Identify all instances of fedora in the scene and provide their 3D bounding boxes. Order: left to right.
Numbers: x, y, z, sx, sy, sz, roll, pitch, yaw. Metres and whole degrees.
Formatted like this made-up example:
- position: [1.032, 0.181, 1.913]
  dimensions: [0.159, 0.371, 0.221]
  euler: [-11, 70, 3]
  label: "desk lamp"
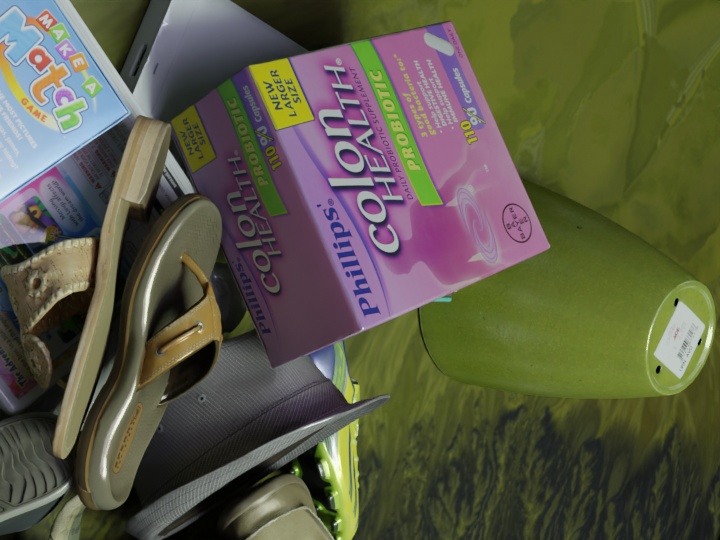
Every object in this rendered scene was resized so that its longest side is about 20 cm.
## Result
- position: [-0.088, 0.100, 0.920]
  dimensions: [0.200, 0.090, 0.177]
  euler: [-34, 171, 15]
  label: "fedora"

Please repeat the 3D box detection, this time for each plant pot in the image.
- position: [0.185, 0.030, 1.120]
  dimensions: [0.187, 0.200, 0.187]
  euler: [-14, 112, -40]
  label: "plant pot"

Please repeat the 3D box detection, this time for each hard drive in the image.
- position: [-0.082, -0.106, 0.948]
  dimensions: [0.200, 0.026, 0.132]
  euler: [26, 84, -44]
  label: "hard drive"

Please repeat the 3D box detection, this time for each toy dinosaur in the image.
- position: [-0.214, 0.206, 0.879]
  dimensions: [0.088, 0.047, 0.200]
  euler: [-10, 136, -38]
  label: "toy dinosaur"

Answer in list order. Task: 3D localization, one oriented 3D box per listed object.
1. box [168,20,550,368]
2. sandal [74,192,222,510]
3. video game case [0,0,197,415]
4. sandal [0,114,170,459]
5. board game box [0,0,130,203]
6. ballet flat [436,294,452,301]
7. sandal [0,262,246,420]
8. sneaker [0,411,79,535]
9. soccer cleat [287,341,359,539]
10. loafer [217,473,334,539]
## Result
- position: [0.004, -0.056, 0.901]
  dimensions: [0.200, 0.097, 0.176]
  euler: [-21, 87, -43]
  label: "box"
- position: [-0.116, 0.053, 0.821]
  dimensions: [0.080, 0.054, 0.200]
  euler: [52, 53, -68]
  label: "sandal"
- position: [-0.201, -0.046, 0.820]
  dimensions: [0.182, 0.024, 0.200]
  euler: [-42, 112, -26]
  label: "video game case"
- position: [-0.175, 0.001, 0.797]
  dimensions: [0.070, 0.078, 0.212]
  euler: [16, 73, -2]
  label: "sandal"
- position: [-0.250, -0.096, 0.752]
  dimensions: [0.200, 0.037, 0.151]
  euler: [-40, 107, -26]
  label: "board game box"
- position: [0.000, 0.000, 1.036]
  dimensions: [0.200, 0.067, 0.062]
  euler: [-6, 97, -48]
  label: "ballet flat"
- position: [-0.167, 0.051, 0.901]
  dimensions: [0.202, 0.050, 0.083]
  euler: [-25, 135, -28]
  label: "sandal"
- position: [-0.266, 0.148, 0.820]
  dimensions: [0.200, 0.106, 0.075]
  euler: [-13, 73, -15]
  label: "sneaker"
- position: [-0.022, 0.127, 1.050]
  dimensions: [0.084, 0.065, 0.200]
  euler: [-33, 124, -40]
  label: "soccer cleat"
- position: [-0.049, 0.216, 1.000]
  dimensions: [0.076, 0.067, 0.200]
  euler: [-35, 148, -10]
  label: "loafer"
